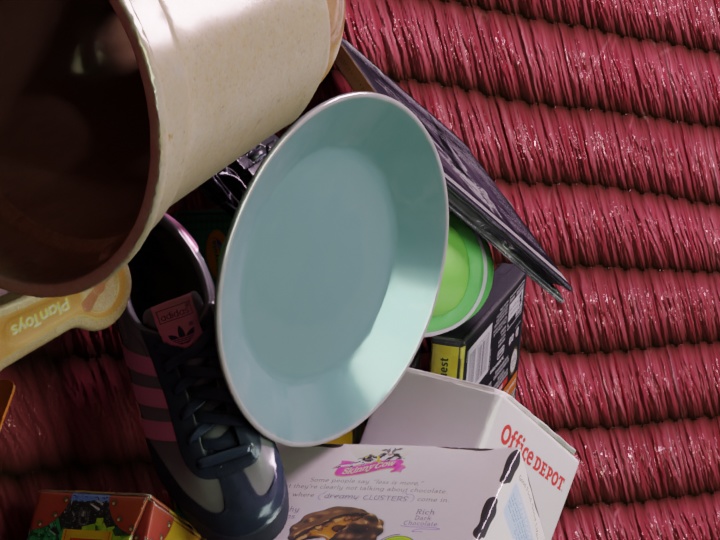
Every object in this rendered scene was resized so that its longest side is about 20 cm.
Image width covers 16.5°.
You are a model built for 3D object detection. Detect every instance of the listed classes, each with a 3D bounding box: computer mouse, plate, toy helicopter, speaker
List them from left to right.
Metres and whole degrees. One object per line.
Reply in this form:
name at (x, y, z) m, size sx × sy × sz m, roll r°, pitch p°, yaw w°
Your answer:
toy helicopter at (-0.194, 0.047, 1.278) m, size 0.199 × 0.079 × 0.133 m, roll -29°, pitch 113°, yaw -38°
computer mouse at (-0.070, -0.065, 1.474) m, size 0.059 × 0.034 × 0.200 m, roll 52°, pitch 8°, yaw -2°
plate at (-0.020, -0.002, 1.378) m, size 0.200 × 0.025 × 0.201 m, roll -25°, pitch 123°, yaw -46°
speaker at (0.000, 0.000, 1.505) m, size 0.200 × 0.088 × 0.089 m, roll -1°, pitch 90°, yaw -57°

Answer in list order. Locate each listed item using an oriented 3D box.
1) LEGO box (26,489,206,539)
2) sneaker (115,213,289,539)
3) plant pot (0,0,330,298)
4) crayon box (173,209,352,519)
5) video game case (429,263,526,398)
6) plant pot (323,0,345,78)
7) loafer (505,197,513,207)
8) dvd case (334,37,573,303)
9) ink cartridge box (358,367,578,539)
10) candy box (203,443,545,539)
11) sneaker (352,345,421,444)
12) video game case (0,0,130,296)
LEGO box at (-0.118, 0.228, 1.409) m, size 0.200 × 0.077 × 0.150 m, roll 46°, pitch 50°, yaw -54°
sneaker at (-0.096, 0.057, 1.370) m, size 0.082 × 0.070 × 0.201 m, roll 86°, pitch -20°, yaw -64°
plant pot at (-0.118, -0.110, 1.254) m, size 0.183 × 0.200 × 0.202 m, roll -27°, pitch 112°, yaw -48°
crayon box at (-0.059, 0.065, 1.541) m, size 0.119 × 0.058 × 0.202 m, roll 3°, pitch 87°, yaw -57°
video game case at (0.076, 0.106, 1.697) m, size 0.200 × 0.025 × 0.182 m, roll -42°, pitch 138°, yaw -69°
plant pot at (-0.057, -0.207, 1.524) m, size 0.200 × 0.027 × 0.201 m, roll 50°, pitch 30°, yaw -42°
loafer at (0.035, -0.057, 1.685) m, size 0.200 × 0.063 × 0.072 m, roll 16°, pitch 75°, yaw -56°
dvd case at (0.052, -0.070, 1.610) m, size 0.016 × 0.200 × 0.149 m, roll -45°, pitch 126°, yaw 9°
ink cartridge box at (0.044, 0.176, 1.510) m, size 0.145 × 0.084 × 0.201 m, roll 40°, pitch 68°, yaw -59°
candy box at (-0.010, 0.183, 1.352) m, size 0.200 × 0.167 × 0.072 m, roll -60°, pitch 140°, yaw -46°
sneaker at (0.004, 0.074, 1.640) m, size 0.082 × 0.077 × 0.201 m, roll 36°, pitch 60°, yaw -70°
video game case at (-0.201, -0.073, 1.314) m, size 0.200 × 0.024 × 0.183 m, roll -42°, pitch 124°, yaw -30°
